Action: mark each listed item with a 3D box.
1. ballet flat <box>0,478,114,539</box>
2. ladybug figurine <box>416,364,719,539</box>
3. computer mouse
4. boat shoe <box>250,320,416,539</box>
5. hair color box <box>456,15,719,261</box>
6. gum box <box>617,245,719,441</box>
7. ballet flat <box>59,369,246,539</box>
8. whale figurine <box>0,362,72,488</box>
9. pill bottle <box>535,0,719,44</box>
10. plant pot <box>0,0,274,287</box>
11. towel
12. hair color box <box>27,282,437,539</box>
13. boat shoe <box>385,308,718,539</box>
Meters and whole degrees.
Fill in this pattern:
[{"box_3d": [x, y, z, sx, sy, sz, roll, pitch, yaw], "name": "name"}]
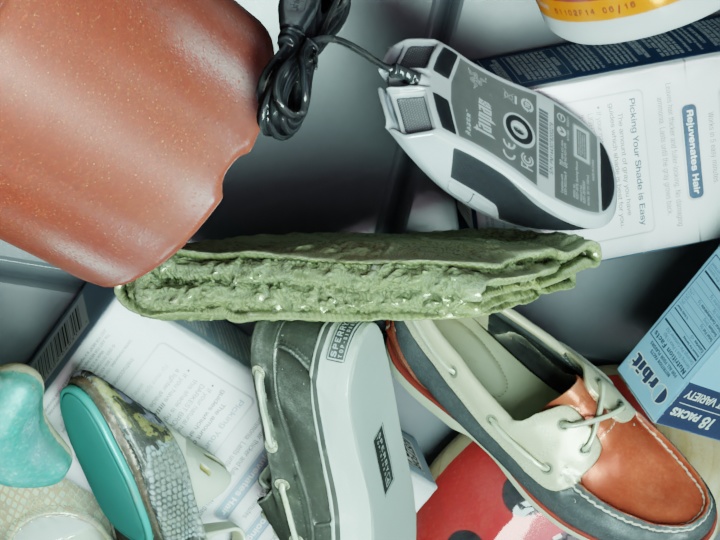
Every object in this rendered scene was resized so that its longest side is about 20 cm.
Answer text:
[{"box_3d": [-0.134, 0.172, 1.445, 0.067, 0.062, 0.200, -31, 113, 2], "name": "ballet flat"}, {"box_3d": [0.110, 0.129, 1.460, 0.200, 0.072, 0.136, -31, 102, -3], "name": "ladybug figurine"}, {"box_3d": [0.035, -0.068, 1.312, 0.200, 0.110, 0.044, 29, 132, -25], "name": "computer mouse"}, {"box_3d": [-0.015, 0.106, 1.381, 0.064, 0.071, 0.200, 6, 123, 21], "name": "boat shoe"}, {"box_3d": [0.146, -0.066, 1.408, 0.200, 0.061, 0.100, -10, 112, -7], "name": "hair color box"}, {"box_3d": [0.253, 0.009, 1.414, 0.170, 0.045, 0.200, 17, 121, -41], "name": "gum box"}, {"box_3d": [-0.092, 0.127, 1.378, 0.072, 0.072, 0.201, -17, 114, -4], "name": "ballet flat"}, {"box_3d": [-0.243, 0.092, 1.341, 0.200, 0.104, 0.159, -2, 135, 11], "name": "whale figurine"}, {"box_3d": [0.111, -0.217, 1.314, 0.113, 0.113, 0.200, -22, 114, -2], "name": "pill bottle"}, {"box_3d": [-0.157, -0.101, 1.274, 0.195, 0.201, 0.201, 33, 102, -28], "name": "plant pot"}, {"box_3d": [0.000, 0.000, 1.326, 0.200, 0.148, 0.037, -1, 94, 27], "name": "towel"}, {"box_3d": [-0.071, 0.088, 1.426, 0.200, 0.061, 0.099, 33, 102, -20], "name": "hair color box"}, {"box_3d": [0.095, 0.070, 1.396, 0.071, 0.200, 0.063, -43, 160, -31], "name": "boat shoe"}]
